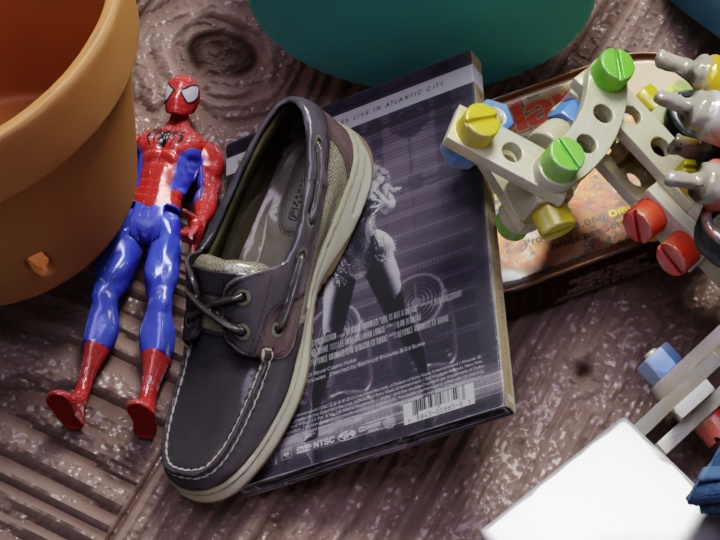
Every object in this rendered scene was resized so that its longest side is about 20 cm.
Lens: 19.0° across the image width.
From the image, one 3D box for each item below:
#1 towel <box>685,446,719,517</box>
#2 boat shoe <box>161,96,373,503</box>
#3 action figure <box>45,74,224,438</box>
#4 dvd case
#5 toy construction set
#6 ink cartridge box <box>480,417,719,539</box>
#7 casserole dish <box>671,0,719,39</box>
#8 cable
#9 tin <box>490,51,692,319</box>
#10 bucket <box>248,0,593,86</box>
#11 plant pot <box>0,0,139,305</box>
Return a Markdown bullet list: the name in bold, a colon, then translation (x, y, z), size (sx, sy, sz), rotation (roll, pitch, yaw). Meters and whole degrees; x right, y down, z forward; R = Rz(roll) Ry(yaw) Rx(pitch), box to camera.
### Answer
- **towel**: translation (0.239, 0.049, 0.972), size (0.111, 0.049, 0.200), rotation (-2, 34, 44)
- **boat shoe**: translation (-0.055, 0.010, 1.030), size (0.072, 0.065, 0.201), rotation (11, 72, 37)
- **action figure**: translation (-0.108, -0.016, 1.090), size (0.065, 0.052, 0.201), rotation (3, 57, 12)
- **dvd case**: translation (0.000, 0.000, 1.053), size (0.148, 0.016, 0.201), rotation (-19, 56, 24)
- **toy construction set**: translation (0.133, -0.016, 1.006), size (0.131, 0.092, 0.201), rotation (-36, 94, -34)
- **ink cartridge box**: translation (0.120, 0.190, 0.947), size (0.176, 0.045, 0.200), rotation (-37, 63, -18)
- **casserole dish**: translation (0.228, -0.165, 1.108), size (0.121, 0.039, 0.200), rotation (-32, 34, -4)
- **cable**: translation (0.223, -0.043, 0.970), size (0.198, 0.050, 0.098), rotation (6, 62, -8)
- **tin**: translation (0.105, -0.043, 1.095), size (0.199, 0.042, 0.113), rotation (-19, 63, -6)
- **bucket**: translation (0.033, -0.194, 1.094), size (0.205, 0.208, 0.136), rotation (1, 62, 5)
- **plant pot**: translation (-0.192, -0.077, 1.038), size (0.198, 0.140, 0.201), rotation (-7, 51, 8)
